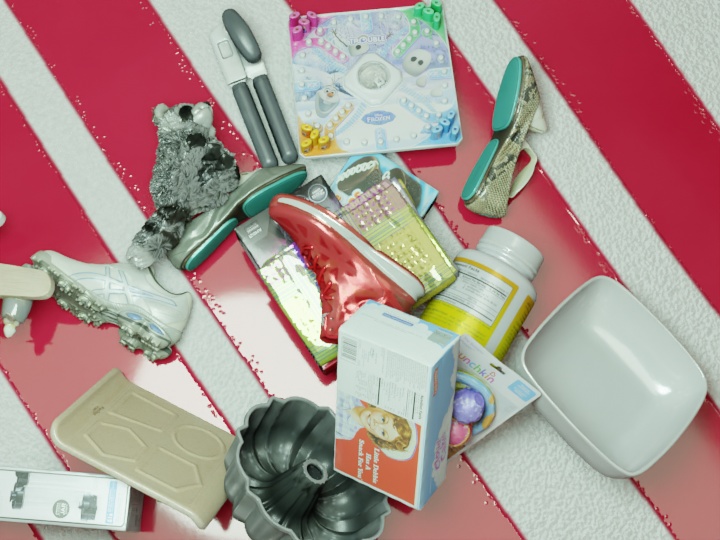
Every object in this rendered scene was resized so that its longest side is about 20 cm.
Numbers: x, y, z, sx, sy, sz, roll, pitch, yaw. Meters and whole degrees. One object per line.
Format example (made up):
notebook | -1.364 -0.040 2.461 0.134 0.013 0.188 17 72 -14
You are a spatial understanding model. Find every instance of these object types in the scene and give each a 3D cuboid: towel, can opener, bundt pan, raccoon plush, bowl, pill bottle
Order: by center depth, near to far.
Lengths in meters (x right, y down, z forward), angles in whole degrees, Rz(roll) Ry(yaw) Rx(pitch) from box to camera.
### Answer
bundt pan | -0.068 0.243 1.488 0.201 0.076 0.203 24 40 -21
towel | 0.000 0.000 1.516 0.199 0.023 0.144 -34 83 -7
bowl | 0.281 0.130 1.532 0.200 0.075 0.200 46 56 7
pill bottle | 0.133 0.052 1.551 0.109 0.109 0.201 31 80 5
raccoon plush | -0.237 -0.115 1.572 0.200 0.097 0.134 -43 44 -9
can opener | -0.132 -0.222 1.623 0.053 0.067 0.201 -21 79 -4

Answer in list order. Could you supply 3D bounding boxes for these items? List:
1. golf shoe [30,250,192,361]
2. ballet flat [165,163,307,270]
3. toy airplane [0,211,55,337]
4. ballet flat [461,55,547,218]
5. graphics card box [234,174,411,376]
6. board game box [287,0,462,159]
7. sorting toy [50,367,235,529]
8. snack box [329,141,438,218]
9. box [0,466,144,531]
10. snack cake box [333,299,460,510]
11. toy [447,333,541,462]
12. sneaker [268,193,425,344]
golf shoe | -0.293 0.021 1.581 0.199 0.078 0.098 32 63 0
ballet flat | -0.156 -0.081 1.597 0.200 0.067 0.064 -39 75 -8
toy airplane | -0.474 0.020 1.550 0.198 0.142 0.200 -30 44 -17
ballet flat | 0.186 -0.158 1.625 0.075 0.068 0.201 21 84 -19
graphics card box | -0.044 0.005 1.550 0.125 0.051 0.201 -32 81 -6
board game box | 0.015 -0.239 1.631 0.198 0.026 0.201 -6 68 -2
sorting toy | -0.231 0.201 1.493 0.199 0.185 0.037 31 111 3
snack box | -0.007 -0.041 1.604 0.116 0.037 0.201 33 80 6
box | -0.351 0.257 1.500 0.198 0.117 0.061 4 79 1
snack cake box | 0.037 0.145 1.425 0.114 0.201 0.067 21 38 24
toy | 0.091 0.166 1.484 0.115 0.200 0.047 38 39 -15
sneaker | -0.037 0.009 1.464 0.199 0.078 0.116 33 80 6
